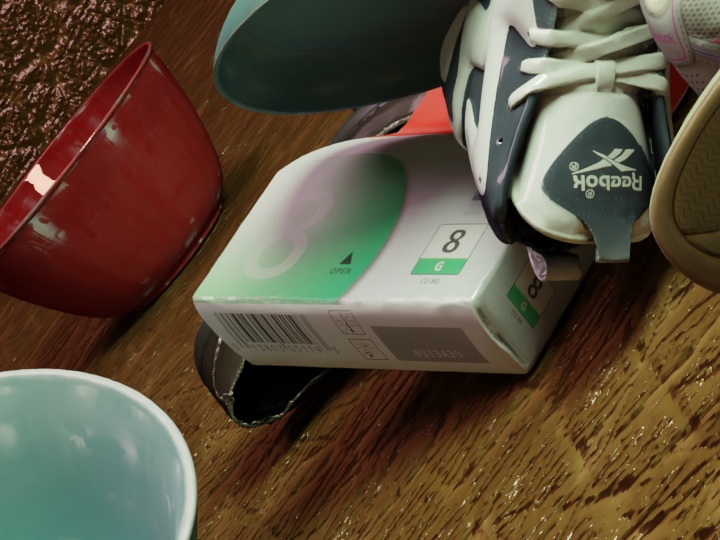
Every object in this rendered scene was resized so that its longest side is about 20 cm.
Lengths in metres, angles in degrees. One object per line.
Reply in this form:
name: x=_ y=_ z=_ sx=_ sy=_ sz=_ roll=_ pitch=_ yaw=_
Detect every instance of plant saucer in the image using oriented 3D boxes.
plant saucer: x=0.034 y=-0.115 z=1.125 sx=0.200 sy=0.027 sz=0.200 roll=-19 pitch=-14 yaw=-5

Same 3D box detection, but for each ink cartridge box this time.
ink cartridge box: x=0.043 y=-0.047 z=1.180 sx=0.161 sy=0.050 sz=0.200 roll=-1 pitch=50 yaw=46

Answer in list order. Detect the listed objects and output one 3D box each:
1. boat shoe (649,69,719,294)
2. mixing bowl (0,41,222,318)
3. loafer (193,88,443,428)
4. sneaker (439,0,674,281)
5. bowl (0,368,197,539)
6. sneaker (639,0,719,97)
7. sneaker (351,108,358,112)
boat shoe: x=0.162 y=-0.072 z=0.880 sx=0.200 sy=0.072 sz=0.065 roll=-50 pitch=2 yaw=-1
mixing bowl: x=-0.163 y=-0.043 z=1.958 sx=0.200 sy=0.108 sz=0.200 roll=-49 pitch=13 yaw=15
loafer: x=0.000 y=0.000 z=1.315 sx=0.200 sy=0.073 sz=0.071 roll=-53 pitch=23 yaw=23
sneaker: x=0.083 y=-0.073 z=1.008 sx=0.199 sy=0.079 sz=0.130 roll=120 pitch=145 yaw=-49
bowl: x=-0.148 y=0.146 z=1.203 sx=0.200 sy=0.105 sz=0.201 roll=-12 pitch=40 yaw=10
sneaker: x=0.166 y=-0.127 z=0.943 sx=0.200 sy=0.088 sz=0.081 roll=-54 pitch=23 yaw=-5
sneaker: x=0.031 y=-0.148 z=1.390 sx=0.079 sy=0.095 sz=0.200 roll=99 pitch=-177 yaw=-48
